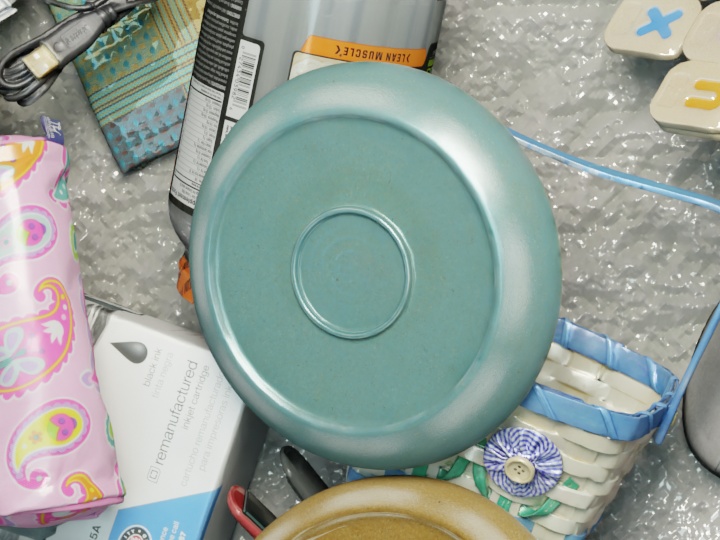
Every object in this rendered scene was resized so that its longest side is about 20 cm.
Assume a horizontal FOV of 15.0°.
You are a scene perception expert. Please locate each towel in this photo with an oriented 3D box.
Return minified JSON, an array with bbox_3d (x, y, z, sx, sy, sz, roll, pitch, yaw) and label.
[{"bbox_3d":[-0.105,-0.172,1.491,0.146,0.022,0.200,-24,85,10],"label":"towel"}]

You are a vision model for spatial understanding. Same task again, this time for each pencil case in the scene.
[{"bbox_3d":[-0.170,0.029,1.378,0.087,0.087,0.201,-11,82,10],"label":"pencil case"}]

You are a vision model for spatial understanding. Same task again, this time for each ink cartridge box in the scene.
[{"bbox_3d":[-0.159,0.086,1.456,0.200,0.086,0.147,19,91,10],"label":"ink cartridge box"}]

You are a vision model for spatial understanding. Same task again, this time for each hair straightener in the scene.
[{"bbox_3d":[0.023,0.165,1.418,0.077,0.041,0.200,-41,97,11],"label":"hair straightener"}]

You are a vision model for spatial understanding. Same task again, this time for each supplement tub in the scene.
[{"bbox_3d":[-0.030,-0.077,1.409,0.122,0.123,0.200,14,104,11],"label":"supplement tub"}]

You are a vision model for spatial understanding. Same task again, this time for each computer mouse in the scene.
[{"bbox_3d":[-0.204,-0.152,1.474,0.200,0.044,0.110,26,63,34],"label":"computer mouse"}]

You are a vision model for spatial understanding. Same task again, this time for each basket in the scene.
[{"bbox_3d":[0.088,0.036,1.382,0.176,0.139,0.200,20,101,12],"label":"basket"}]

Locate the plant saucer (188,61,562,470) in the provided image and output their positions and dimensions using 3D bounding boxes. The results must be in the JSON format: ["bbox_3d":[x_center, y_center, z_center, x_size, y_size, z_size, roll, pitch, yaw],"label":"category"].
[{"bbox_3d":[0.000,0.000,1.323,0.200,0.027,0.201,4,99,24],"label":"plant saucer"}]

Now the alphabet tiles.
[{"bbox_3d":[0.225,-0.142,1.367,0.195,0.015,0.200,11,59,38],"label":"alphabet tiles"}]

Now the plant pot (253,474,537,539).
[{"bbox_3d":[0.008,0.194,1.319,0.200,0.027,0.201,-6,71,18],"label":"plant pot"}]

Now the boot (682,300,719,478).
[{"bbox_3d":[0.212,0.012,1.363,0.070,0.132,0.200,22,92,9],"label":"boot"}]
